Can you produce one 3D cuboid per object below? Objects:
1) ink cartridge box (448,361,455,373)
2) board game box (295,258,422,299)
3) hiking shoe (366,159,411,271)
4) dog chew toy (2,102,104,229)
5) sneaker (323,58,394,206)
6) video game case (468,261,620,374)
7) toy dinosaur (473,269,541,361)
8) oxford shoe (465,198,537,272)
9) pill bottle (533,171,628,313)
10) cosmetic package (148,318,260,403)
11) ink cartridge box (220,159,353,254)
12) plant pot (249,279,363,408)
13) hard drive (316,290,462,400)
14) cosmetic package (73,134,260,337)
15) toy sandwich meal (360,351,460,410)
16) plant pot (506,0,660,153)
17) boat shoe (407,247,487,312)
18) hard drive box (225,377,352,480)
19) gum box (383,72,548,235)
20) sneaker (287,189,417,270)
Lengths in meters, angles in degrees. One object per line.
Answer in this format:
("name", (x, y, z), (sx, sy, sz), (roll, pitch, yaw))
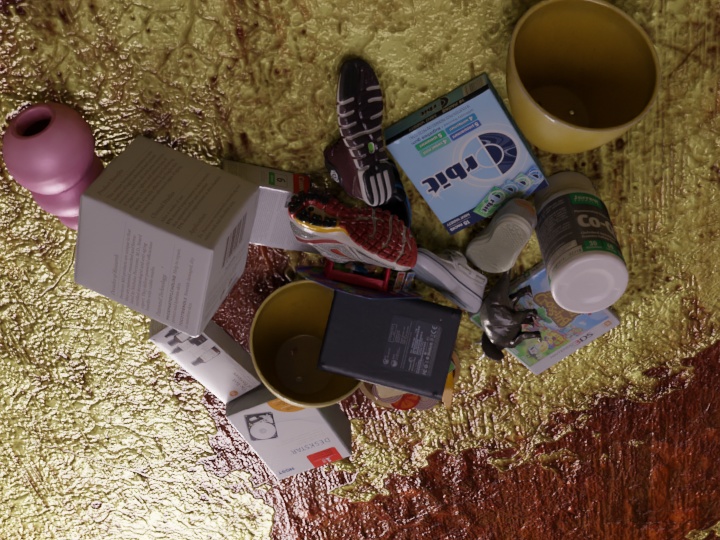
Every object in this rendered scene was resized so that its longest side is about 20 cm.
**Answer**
("ink cartridge box", (0.061, 0.091, 1.713), (0.059, 0.104, 0.201), (-34, 90, -16))
("board game box", (0.000, 0.000, 1.615), (0.199, 0.156, 0.040), (2, 106, -53))
("hiking shoe", (0.042, -0.063, 1.609), (0.073, 0.087, 0.202), (-17, 132, -2))
("dog chew toy", (-0.410, -0.134, 1.496), (0.122, 0.126, 0.201), (-12, 139, 6))
("sneaker", (-0.021, -0.191, 1.509), (0.075, 0.115, 0.204), (-18, 107, -33))
("video game case", (0.309, 0.079, 1.808), (0.181, 0.022, 0.199), (-36, 125, 24))
("toy dinosaur", (0.232, 0.079, 1.736), (0.100, 0.078, 0.202), (-14, 134, -1))
("oxford shoe", (0.215, -0.050, 1.633), (0.074, 0.058, 0.200), (29, 155, -2))
("pill bottle", (0.315, -0.046, 1.576), (0.111, 0.202, 0.114), (-3, 133, -3))
("cosmetic package", (-0.256, 0.136, 1.793), (0.082, 0.051, 0.200), (-28, 128, 21))
("ink cartridge box", (-0.120, -0.090, 1.603), (0.196, 0.051, 0.110), (10, 130, -15))
("plant pot", (-0.082, 0.134, 1.732), (0.196, 0.204, 0.142), (3, 160, -8))
("hard drive", (0.043, 0.104, 1.639), (0.196, 0.033, 0.142), (14, 90, 0))
("cosmetic package", (-0.269, -0.050, 1.507), (0.197, 0.168, 0.168), (23, 131, 7))
("toy sandwich meal", (0.083, 0.184, 1.850), (0.201, 0.071, 0.207), (-2, 132, -3))
("plant pot", (0.274, -0.236, 1.422), (0.196, 0.204, 0.142), (3, 157, -8))
("boat shoe", (0.134, -0.002, 1.679), (0.073, 0.068, 0.200), (17, 168, 36))
("hard drive box", (-0.123, 0.262, 1.900), (0.154, 0.078, 0.201), (-21, 131, 15))
("gum box", (0.155, -0.163, 1.563), (0.168, 0.045, 0.200), (-27, 128, 18))
("sneaker", (-0.010, -0.049, 1.548), (0.197, 0.078, 0.083), (23, 146, 12))
